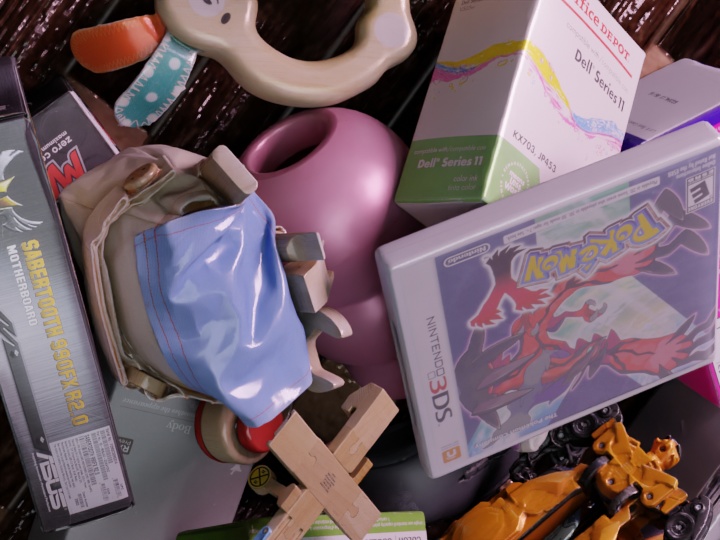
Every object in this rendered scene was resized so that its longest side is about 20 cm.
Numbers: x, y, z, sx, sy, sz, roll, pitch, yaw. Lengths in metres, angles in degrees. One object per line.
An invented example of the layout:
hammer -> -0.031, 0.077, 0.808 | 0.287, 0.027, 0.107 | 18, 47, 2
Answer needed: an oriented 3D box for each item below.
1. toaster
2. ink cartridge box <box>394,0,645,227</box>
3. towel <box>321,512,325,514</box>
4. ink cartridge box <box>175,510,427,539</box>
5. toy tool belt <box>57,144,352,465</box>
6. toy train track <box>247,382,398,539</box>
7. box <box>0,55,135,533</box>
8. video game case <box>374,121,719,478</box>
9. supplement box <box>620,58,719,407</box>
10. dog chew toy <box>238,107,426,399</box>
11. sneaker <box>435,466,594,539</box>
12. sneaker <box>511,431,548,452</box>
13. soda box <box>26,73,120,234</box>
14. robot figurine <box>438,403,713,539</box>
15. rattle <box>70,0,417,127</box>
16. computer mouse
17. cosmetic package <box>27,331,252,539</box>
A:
toaster -> 0.258, 0.151, 0.931 | 0.113, 0.129, 0.200 | 38, 93, -24
ink cartridge box -> 0.104, -0.105, 0.774 | 0.117, 0.067, 0.202 | 33, 66, -42
towel -> -0.054, 0.259, 0.863 | 0.200, 0.030, 0.150 | -37, 123, -45
ink cartridge box -> -0.025, 0.251, 0.776 | 0.147, 0.075, 0.202 | 7, 71, -43
toy tool belt -> -0.067, 0.026, 0.683 | 0.125, 0.122, 0.201 | -43, 121, -37
toy train track -> -0.053, 0.142, 0.704 | 0.200, 0.032, 0.115 | -51, 137, -17
box -> -0.167, 0.006, 0.655 | 0.048, 0.158, 0.202 | -15, 111, -12
video game case -> 0.115, 0.023, 0.746 | 0.199, 0.023, 0.183 | -22, 134, -9
supplement box -> 0.231, -0.027, 0.880 | 0.103, 0.101, 0.201 | -26, 114, -10
dog chew toy -> 0.000, 0.000, 0.804 | 0.124, 0.125, 0.201 | -34, 122, -6
sneaker -> 0.083, 0.214, 0.903 | 0.085, 0.077, 0.201 | 29, 103, -35
sneaker -> 0.124, 0.018, 0.851 | 0.099, 0.075, 0.202 | 1, 88, -22
soda box -> -0.229, -0.025, 0.746 | 0.199, 0.063, 0.071 | -38, 115, -5
robot figurine -> 0.127, 0.176, 0.833 | 0.199, 0.145, 0.058 | -37, 138, -4
rattle -> -0.054, -0.150, 0.717 | 0.198, 0.143, 0.131 | -11, 102, -18
computer mouse -> 0.075, 0.100, 0.887 | 0.198, 0.046, 0.142 | -16, 110, -21
cosmetic package -> -0.137, 0.136, 0.817 | 0.106, 0.090, 0.202 | 13, 100, -25
